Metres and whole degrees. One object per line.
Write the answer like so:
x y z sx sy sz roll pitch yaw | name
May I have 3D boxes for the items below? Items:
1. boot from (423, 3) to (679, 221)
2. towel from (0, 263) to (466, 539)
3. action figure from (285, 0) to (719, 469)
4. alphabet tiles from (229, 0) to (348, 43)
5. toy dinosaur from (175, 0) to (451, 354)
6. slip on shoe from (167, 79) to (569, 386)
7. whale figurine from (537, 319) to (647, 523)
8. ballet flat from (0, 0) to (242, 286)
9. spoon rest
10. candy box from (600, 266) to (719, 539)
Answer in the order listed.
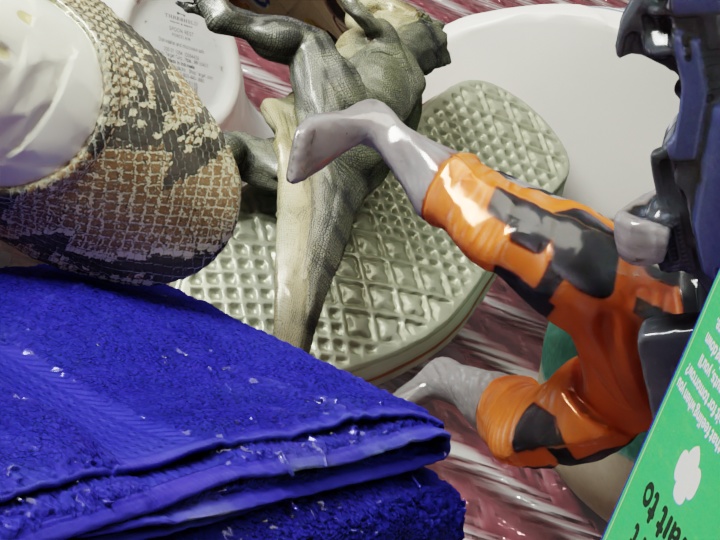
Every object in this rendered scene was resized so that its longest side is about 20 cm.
0.114 -0.058 1.037 0.199 0.073 0.090 8 17 -2 | boot
-0.076 0.036 0.710 0.147 0.050 0.200 31 18 28 | towel
0.082 -0.011 0.767 0.192 0.201 0.105 8 34 23 | action figure
-0.063 -0.146 1.057 0.200 0.006 0.166 50 -13 -3 | alphabet tiles
-0.024 -0.043 0.858 0.088 0.047 0.200 34 40 -12 | toy dinosaur
0.000 0.000 0.917 0.074 0.061 0.200 43 33 7 | slip on shoe
0.149 0.023 0.894 0.199 0.104 0.159 -5 28 -30 | whale figurine
-0.117 -0.069 0.772 0.200 0.068 0.075 42 3 18 | ballet flat
-0.043 -0.050 0.993 0.199 0.100 0.060 18 -25 -41 | spoon rest
0.158 0.050 0.690 0.168 0.201 0.077 18 15 -14 | candy box
